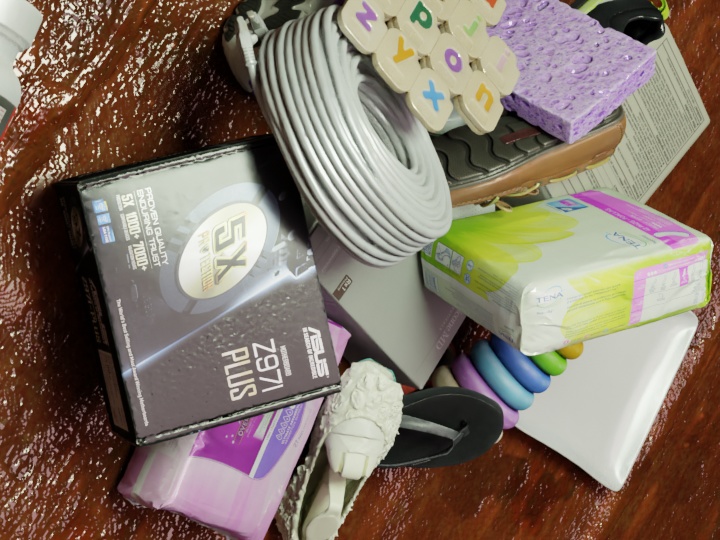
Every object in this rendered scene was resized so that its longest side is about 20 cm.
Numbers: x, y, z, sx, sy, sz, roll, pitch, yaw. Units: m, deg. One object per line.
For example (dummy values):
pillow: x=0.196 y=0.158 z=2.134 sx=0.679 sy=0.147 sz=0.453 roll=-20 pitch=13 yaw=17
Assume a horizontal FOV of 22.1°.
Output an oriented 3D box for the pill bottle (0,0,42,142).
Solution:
pill bottle: x=-0.295 y=-0.100 z=1.220 sx=0.116 sy=0.116 sz=0.200 roll=30 pitch=82 yaw=-42

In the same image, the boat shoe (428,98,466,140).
boat shoe: x=0.106 y=-0.163 z=1.605 sx=0.200 sy=0.069 sz=0.057 roll=-35 pitch=157 yaw=-37

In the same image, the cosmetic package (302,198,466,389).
cosmetic package: x=0.000 y=0.000 z=1.534 sx=0.200 sy=0.090 sz=0.107 roll=44 pitch=68 yaw=-37

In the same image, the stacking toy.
stacking toy: x=0.162 y=0.063 z=1.626 sx=0.200 sy=0.085 sz=0.085 roll=-41 pitch=131 yaw=10

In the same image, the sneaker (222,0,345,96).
sneaker: x=-0.027 y=-0.212 z=1.472 sx=0.200 sy=0.081 sz=0.083 roll=-41 pitch=139 yaw=-15

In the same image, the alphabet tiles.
alphabet tiles: x=0.048 y=-0.200 z=1.416 sx=0.200 sy=0.015 sz=0.196 roll=47 pitch=42 yaw=-20

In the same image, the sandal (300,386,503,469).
sandal: x=0.026 y=0.142 z=1.567 sx=0.200 sy=0.043 sz=0.076 roll=-1 pitch=119 yaw=-13

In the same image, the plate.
plate: x=0.234 y=0.093 z=1.805 sx=0.200 sy=0.032 sz=0.200 roll=34 pitch=79 yaw=-41

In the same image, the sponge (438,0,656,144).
sponge: x=0.134 y=-0.184 z=1.526 sx=0.112 sy=0.200 sz=0.030 roll=-40 pitch=145 yaw=-25

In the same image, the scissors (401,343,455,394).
scissors: x=0.021 y=0.124 z=1.635 sx=0.200 sy=0.014 sz=0.073 roll=-28 pitch=120 yaw=-35

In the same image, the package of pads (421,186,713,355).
package of pads: x=0.171 y=-0.002 z=1.505 sx=0.200 sy=0.154 sz=0.068 roll=-14 pitch=118 yaw=-28

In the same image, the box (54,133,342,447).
box: x=-0.120 y=0.012 z=1.369 sx=0.164 sy=0.086 sz=0.200 roll=-14 pitch=97 yaw=-20

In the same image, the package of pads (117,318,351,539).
package of pads: x=-0.101 y=0.113 z=1.480 sx=0.120 sy=0.076 sz=0.200 roll=29 pitch=82 yaw=-41

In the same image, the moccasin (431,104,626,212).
moccasin: x=0.123 y=-0.088 z=1.509 sx=0.201 sy=0.074 sz=0.078 roll=-24 pitch=141 yaw=-21

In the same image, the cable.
cable: x=-0.002 y=-0.100 z=1.373 sx=0.200 sy=0.069 sz=0.200 roll=26 pitch=41 yaw=-61

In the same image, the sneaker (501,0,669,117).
sneaker: x=0.188 y=-0.168 z=1.564 sx=0.200 sy=0.083 sz=0.072 roll=-51 pitch=145 yaw=-12

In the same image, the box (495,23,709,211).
box: x=0.203 y=-0.120 z=1.665 sx=0.200 sy=0.109 sz=0.128 roll=-49 pitch=130 yaw=-20

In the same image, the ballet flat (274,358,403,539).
ballet flat: x=-0.015 y=0.167 z=1.525 sx=0.072 sy=0.072 sz=0.200 roll=-9 pitch=135 yaw=-40

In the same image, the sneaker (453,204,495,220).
sneaker: x=0.071 y=-0.064 z=1.582 sx=0.089 sy=0.075 sz=0.200 roll=-49 pitch=140 yaw=-3
